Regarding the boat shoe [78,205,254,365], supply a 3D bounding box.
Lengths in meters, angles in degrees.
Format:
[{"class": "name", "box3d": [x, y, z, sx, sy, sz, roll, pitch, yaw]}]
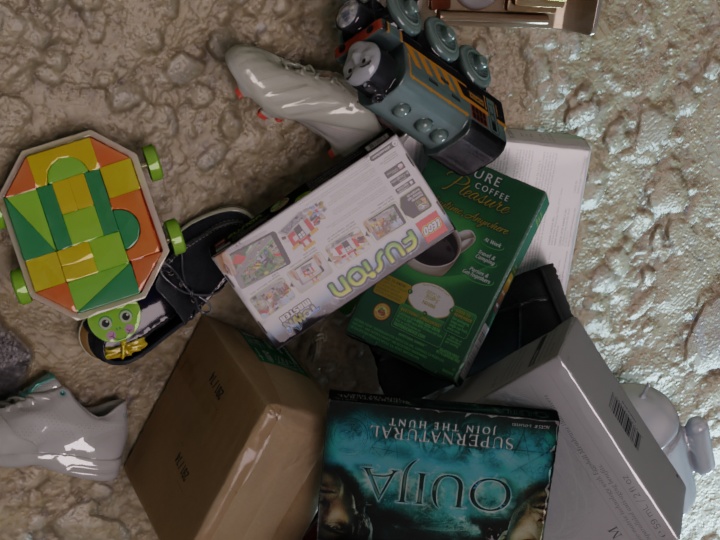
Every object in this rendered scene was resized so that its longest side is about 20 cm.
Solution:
[{"class": "boat shoe", "box3d": [-0.171, 0.018, 1.393, 0.200, 0.062, 0.075, -39, 119, -7]}]

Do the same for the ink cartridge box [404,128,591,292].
[{"class": "ink cartridge box", "box3d": [0.120, -0.062, 1.514, 0.199, 0.050, 0.162, 6, 109, -7]}]

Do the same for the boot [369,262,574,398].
[{"class": "boot", "box3d": [0.117, 0.093, 1.475, 0.199, 0.165, 0.066, -17, 149, -1]}]

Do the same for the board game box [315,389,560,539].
[{"class": "board game box", "box3d": [0.065, 0.179, 1.307, 0.199, 0.028, 0.136, 5, 106, -1]}]

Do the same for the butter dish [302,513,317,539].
[{"class": "butter dish", "box3d": [-0.049, 0.287, 1.471, 0.200, 0.200, 0.148, -49, 122, -6]}]

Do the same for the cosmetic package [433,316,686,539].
[{"class": "cosmetic package", "box3d": [0.160, 0.187, 1.388, 0.200, 0.123, 0.200, -32, 95, 21]}]

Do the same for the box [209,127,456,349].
[{"class": "box", "box3d": [-0.025, -0.029, 1.375, 0.200, 0.035, 0.110, -33, 110, 1]}]

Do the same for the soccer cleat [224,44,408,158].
[{"class": "soccer cleat", "box3d": [-0.037, -0.159, 1.372, 0.078, 0.069, 0.200, -38, 132, 26]}]

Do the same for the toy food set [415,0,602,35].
[{"class": "toy food set", "box3d": [0.144, -0.292, 1.408, 0.199, 0.060, 0.144, -2, 111, -23]}]

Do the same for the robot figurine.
[{"class": "robot figurine", "box3d": [0.301, 0.206, 1.656, 0.169, 0.113, 0.201, -14, 119, 8]}]

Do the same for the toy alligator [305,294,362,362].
[{"class": "toy alligator", "box3d": [0.000, 0.000, 1.464, 0.054, 0.059, 0.201, 11, 106, -28]}]

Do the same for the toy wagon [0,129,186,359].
[{"class": "toy wagon", "box3d": [-0.233, -0.019, 1.325, 0.155, 0.040, 0.201, -18, 94, -8]}]

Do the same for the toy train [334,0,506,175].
[{"class": "toy train", "box3d": [0.055, -0.168, 1.360, 0.085, 0.114, 0.200, -30, 140, 30]}]

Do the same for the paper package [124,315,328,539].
[{"class": "paper package", "box3d": [-0.115, 0.170, 1.400, 0.103, 0.200, 0.191, 24, 100, -30]}]

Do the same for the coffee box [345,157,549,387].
[{"class": "coffee box", "box3d": [0.083, -0.004, 1.420, 0.201, 0.123, 0.044, -65, 162, -6]}]

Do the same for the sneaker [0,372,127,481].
[{"class": "sneaker", "box3d": [-0.307, 0.135, 1.384, 0.199, 0.075, 0.089, 13, 92, -34]}]
